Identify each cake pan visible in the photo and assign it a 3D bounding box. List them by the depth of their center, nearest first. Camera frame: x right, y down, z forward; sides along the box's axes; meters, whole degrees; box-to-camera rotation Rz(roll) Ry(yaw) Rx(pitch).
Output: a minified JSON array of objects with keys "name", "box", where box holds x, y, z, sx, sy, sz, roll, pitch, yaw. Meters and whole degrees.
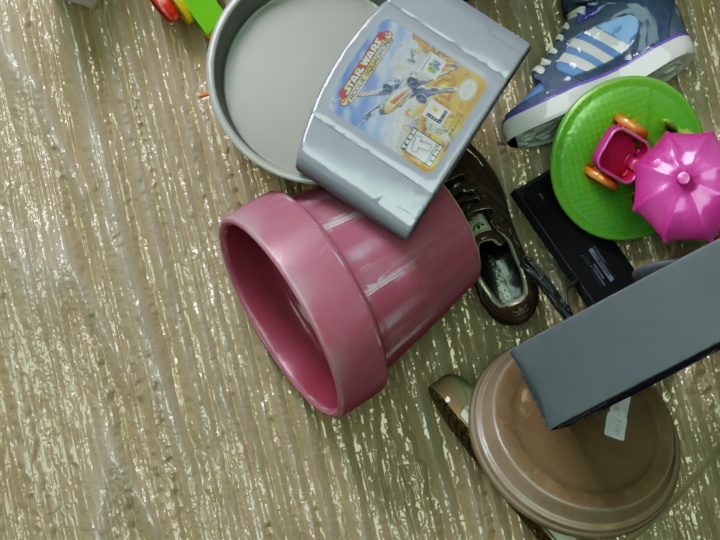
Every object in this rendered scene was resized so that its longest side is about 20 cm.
[{"name":"cake pan","box":[-0.033,-0.169,1.425,0.197,0.037,0.203,0,79,-1]}]

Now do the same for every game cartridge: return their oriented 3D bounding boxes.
[{"name":"game cartridge","box":[0.038,-0.143,1.386,0.132,0.042,0.201,33,79,0]}]

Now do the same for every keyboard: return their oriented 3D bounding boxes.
[{"name":"keyboard","box":[0.199,0.007,1.495,0.127,0.021,0.201,-29,81,-43]}]

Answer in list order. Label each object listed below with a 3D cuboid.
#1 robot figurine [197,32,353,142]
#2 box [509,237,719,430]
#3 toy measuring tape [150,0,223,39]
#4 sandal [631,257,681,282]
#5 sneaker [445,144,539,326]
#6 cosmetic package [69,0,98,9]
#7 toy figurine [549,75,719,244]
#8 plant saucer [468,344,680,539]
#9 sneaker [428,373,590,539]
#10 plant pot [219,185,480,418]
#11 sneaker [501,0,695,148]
[{"name":"robot figurine","box":[-0.045,-0.170,1.503,0.197,0.117,0.146,6,83,2]},{"name":"box","box":[0.234,0.053,1.359,0.199,0.141,0.080,-29,78,11]},{"name":"toy measuring tape","box":[-0.184,-0.291,1.514,0.073,0.074,0.201,-39,125,-3]},{"name":"sandal","box":[0.326,0.006,1.449,0.198,0.076,0.043,-5,91,38]},{"name":"sneaker","box":[0.110,-0.046,1.505,0.070,0.076,0.202,-28,84,-1]},{"name":"cosmetic package","box":[-0.244,-0.358,1.514,0.051,0.151,0.202,19,84,6]},{"name":"toy figurine","box":[0.281,-0.066,1.418,0.199,0.184,0.151,28,98,-19]},{"name":"plant saucer","box":[0.192,0.140,1.455,0.197,0.030,0.202,8,53,-11]},{"name":"sneaker","box":[0.155,0.159,1.491,0.090,0.067,0.201,-37,82,-12]},{"name":"plant pot","box":[0.000,0.000,1.457,0.178,0.200,0.201,-30,83,-17]},{"name":"sneaker","box":[0.196,-0.216,1.526,0.198,0.081,0.148,-27,75,2]}]
